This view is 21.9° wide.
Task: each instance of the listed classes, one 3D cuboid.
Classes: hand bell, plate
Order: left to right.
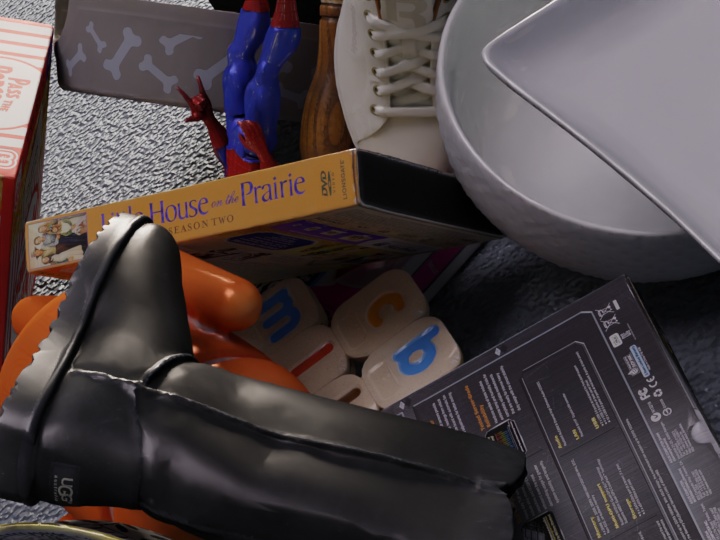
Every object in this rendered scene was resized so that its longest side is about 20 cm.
[{"bbox_3d":[-0.012,-0.135,1.027,0.103,0.201,0.104,5,9,-1],"label":"hand bell"},{"bbox_3d":[0.190,-0.082,0.852,0.200,0.032,0.200,-35,60,-22],"label":"plate"}]

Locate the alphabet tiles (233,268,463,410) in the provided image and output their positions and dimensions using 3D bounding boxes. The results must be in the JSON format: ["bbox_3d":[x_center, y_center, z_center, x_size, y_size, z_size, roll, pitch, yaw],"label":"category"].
[{"bbox_3d":[-0.032,0.091,0.917,0.195,0.015,0.200,-37,45,4],"label":"alphabet tiles"}]

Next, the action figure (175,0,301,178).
[{"bbox_3d":[-0.062,-0.082,1.024,0.052,0.201,0.065,-17,31,-33],"label":"action figure"}]

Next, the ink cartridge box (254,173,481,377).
[{"bbox_3d":[0.000,0.000,1.018,0.200,0.037,0.095,-49,37,-16],"label":"ink cartridge box"}]

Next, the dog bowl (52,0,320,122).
[{"bbox_3d":[-0.094,-0.127,1.133,0.200,0.199,0.059,12,98,48],"label":"dog bowl"}]

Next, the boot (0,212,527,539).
[{"bbox_3d":[-0.028,0.056,0.759,0.199,0.066,0.165,12,41,6],"label":"boot"}]

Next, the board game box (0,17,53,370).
[{"bbox_3d":[-0.220,-0.025,1.102,0.046,0.201,0.152,8,40,-6],"label":"board game box"}]

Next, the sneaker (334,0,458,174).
[{"bbox_3d":[0.018,-0.126,0.949,0.072,0.201,0.085,-2,20,5],"label":"sneaker"}]

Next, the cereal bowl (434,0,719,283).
[{"bbox_3d":[0.134,-0.073,0.916,0.199,0.084,0.201,-1,54,1],"label":"cereal bowl"}]

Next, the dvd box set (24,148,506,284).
[{"bbox_3d":[-0.047,-0.020,0.937,0.199,0.146,0.030,-11,79,32],"label":"dvd box set"}]

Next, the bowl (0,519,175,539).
[{"bbox_3d":[-0.103,0.180,0.784,0.200,0.202,0.094,-20,11,21],"label":"bowl"}]

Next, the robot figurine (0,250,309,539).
[{"bbox_3d":[-0.094,0.077,0.878,0.144,0.117,0.200,-47,46,-15],"label":"robot figurine"}]

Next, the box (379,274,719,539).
[{"bbox_3d":[0.083,0.115,0.771,0.158,0.048,0.200,-30,41,9],"label":"box"}]

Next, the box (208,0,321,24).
[{"bbox_3d":[-0.052,-0.261,1.230,0.148,0.200,0.125,-22,36,17],"label":"box"}]
